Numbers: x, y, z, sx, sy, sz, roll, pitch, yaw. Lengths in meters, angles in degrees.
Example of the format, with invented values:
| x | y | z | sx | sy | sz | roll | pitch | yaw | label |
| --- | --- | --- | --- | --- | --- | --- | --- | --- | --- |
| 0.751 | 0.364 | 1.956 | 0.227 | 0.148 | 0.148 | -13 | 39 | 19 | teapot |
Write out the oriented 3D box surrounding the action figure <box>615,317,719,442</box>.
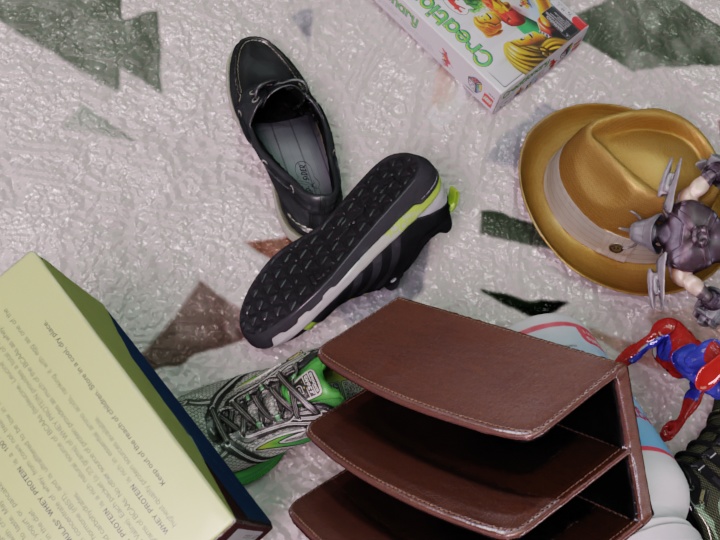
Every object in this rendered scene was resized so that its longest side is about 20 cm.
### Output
| x | y | z | sx | sy | sz | roll | pitch | yaw | label |
| --- | --- | --- | --- | --- | --- | --- | --- | --- | --- |
| 0.224 | 0.087 | 0.761 | 0.065 | 0.200 | 0.099 | 44 | 98 | 0 | action figure |

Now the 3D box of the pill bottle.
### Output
| x | y | z | sx | sy | sz | roll | pitch | yaw | label |
| --- | --- | --- | --- | --- | --- | --- | --- | --- | --- |
| 0.150 | 0.132 | 0.709 | 0.107 | 0.110 | 0.201 | -9 | 42 | -15 | pill bottle |

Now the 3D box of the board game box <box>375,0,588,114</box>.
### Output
| x | y | z | sx | sy | sz | roll | pitch | yaw | label |
| --- | --- | --- | --- | --- | --- | --- | --- | --- | --- |
| 0.096 | -0.250 | 0.970 | 0.126 | 0.035 | 0.200 | -39 | 76 | -25 | board game box |

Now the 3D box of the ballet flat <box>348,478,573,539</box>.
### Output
| x | y | z | sx | sy | sz | roll | pitch | yaw | label |
| --- | --- | --- | --- | --- | --- | --- | --- | --- | --- |
| 0.060 | 0.176 | 0.668 | 0.198 | 0.074 | 0.073 | 8 | 50 | 44 | ballet flat |

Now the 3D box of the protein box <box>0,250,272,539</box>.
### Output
| x | y | z | sx | sy | sz | roll | pitch | yaw | label |
| --- | --- | --- | --- | --- | --- | --- | --- | --- | --- |
| -0.195 | 0.141 | 0.628 | 0.199 | 0.135 | 0.199 | -40 | 75 | -7 | protein box |

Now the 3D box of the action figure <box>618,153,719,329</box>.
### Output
| x | y | z | sx | sy | sz | roll | pitch | yaw | label |
| --- | --- | --- | --- | --- | --- | --- | --- | --- | --- |
| 0.294 | -0.019 | 0.793 | 0.197 | 0.069 | 0.133 | 7 | 99 | 18 | action figure |

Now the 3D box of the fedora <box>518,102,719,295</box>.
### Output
| x | y | z | sx | sy | sz | roll | pitch | yaw | label |
| --- | --- | --- | --- | --- | --- | --- | --- | --- | --- |
| 0.233 | -0.078 | 0.881 | 0.197 | 0.082 | 0.204 | 5 | 62 | -8 | fedora |

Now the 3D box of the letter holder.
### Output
| x | y | z | sx | sy | sz | roll | pitch | yaw | label |
| --- | --- | --- | --- | --- | --- | --- | --- | --- | --- |
| 0.043 | 0.107 | 0.617 | 0.141 | 0.199 | 0.102 | -28 | 115 | -29 | letter holder |

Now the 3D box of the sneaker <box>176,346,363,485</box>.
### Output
| x | y | z | sx | sy | sz | roll | pitch | yaw | label |
| --- | --- | --- | --- | --- | --- | --- | --- | --- | --- |
| -0.058 | 0.091 | 0.739 | 0.197 | 0.086 | 0.079 | -18 | 67 | -18 | sneaker |

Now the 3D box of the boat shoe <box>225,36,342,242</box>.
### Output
| x | y | z | sx | sy | sz | roll | pitch | yaw | label |
| --- | --- | --- | --- | --- | --- | --- | --- | --- | --- |
| -0.061 | -0.121 | 0.855 | 0.073 | 0.066 | 0.202 | -9 | 65 | -15 | boat shoe |

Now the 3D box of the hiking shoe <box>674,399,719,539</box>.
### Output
| x | y | z | sx | sy | sz | roll | pitch | yaw | label |
| --- | --- | --- | --- | --- | --- | --- | --- | --- | --- |
| 0.260 | 0.150 | 0.776 | 0.099 | 0.076 | 0.203 | 15 | 62 | -7 | hiking shoe |

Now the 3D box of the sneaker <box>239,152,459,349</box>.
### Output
| x | y | z | sx | sy | sz | roll | pitch | yaw | label |
| --- | --- | --- | --- | --- | --- | --- | --- | --- | --- |
| 0.000 | 0.000 | 0.803 | 0.200 | 0.083 | 0.072 | -42 | 40 | -4 | sneaker |
